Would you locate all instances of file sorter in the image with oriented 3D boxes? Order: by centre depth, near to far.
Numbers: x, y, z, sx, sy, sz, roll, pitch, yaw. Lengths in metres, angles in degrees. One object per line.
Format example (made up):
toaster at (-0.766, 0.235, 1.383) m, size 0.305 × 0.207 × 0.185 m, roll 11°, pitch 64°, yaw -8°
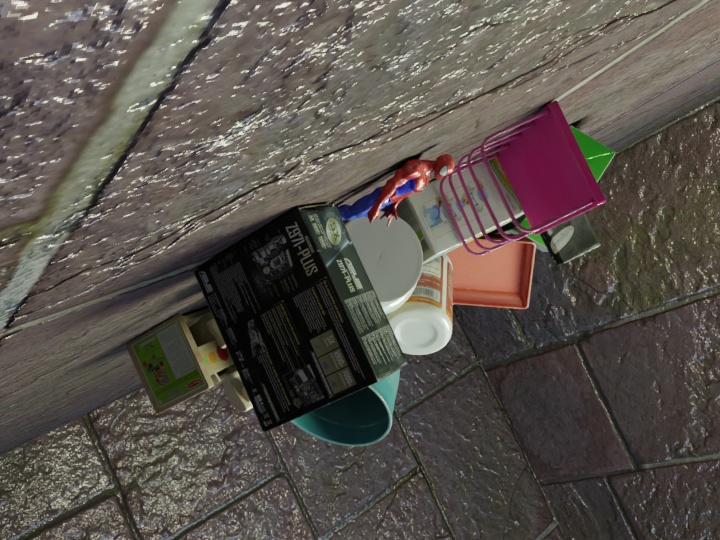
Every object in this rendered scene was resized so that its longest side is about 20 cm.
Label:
file sorter at (0.202, -0.108, 0.989) m, size 0.124 × 0.140 × 0.200 m, roll -24°, pitch 176°, yaw -12°

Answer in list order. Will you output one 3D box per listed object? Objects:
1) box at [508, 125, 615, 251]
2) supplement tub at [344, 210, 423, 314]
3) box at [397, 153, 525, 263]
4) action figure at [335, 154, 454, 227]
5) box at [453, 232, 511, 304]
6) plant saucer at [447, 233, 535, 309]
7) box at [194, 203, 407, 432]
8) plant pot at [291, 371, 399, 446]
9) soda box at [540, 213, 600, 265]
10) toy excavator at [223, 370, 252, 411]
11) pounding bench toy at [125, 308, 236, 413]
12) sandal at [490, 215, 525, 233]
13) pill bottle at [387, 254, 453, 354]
box at (0.352, -0.142, 1.336) m, size 0.201 × 0.096 × 0.176 m, roll -58°, pitch 173°, yaw 5°
supplement tub at (0.000, 0.000, 1.051) m, size 0.144 × 0.146 × 0.200 m, roll -25°, pitch 176°, yaw -18°
box at (0.159, -0.098, 1.139) m, size 0.199 × 0.102 × 0.112 m, roll -25°, pitch 176°, yaw -16°
action figure at (0.021, -0.080, 0.855) m, size 0.199 × 0.052 × 0.065 m, roll -30°, pitch 172°, yaw 22°
box at (0.236, -0.053, 1.589) m, size 0.170 × 0.201 × 0.200 m, roll -27°, pitch 175°, yaw 17°
plant saucer at (0.211, -0.006, 1.337) m, size 0.197 × 0.037 × 0.201 m, roll 4°, pitch 143°, yaw 11°
box at (-0.068, 0.052, 0.826) m, size 0.163 × 0.202 × 0.086 m, roll -28°, pitch 174°, yaw 26°
plant pot at (-0.021, 0.151, 1.215) m, size 0.199 × 0.200 × 0.189 m, roll -29°, pitch -154°, yaw 39°
soda box at (0.305, -0.112, 1.189) m, size 0.070 × 0.201 × 0.063 m, roll -26°, pitch 175°, yaw 0°
toy excavator at (-0.138, 0.095, 1.010) m, size 0.193 × 0.202 × 0.100 m, roll -10°, pitch -172°, yaw 41°
pounding bench toy at (-0.247, 0.124, 1.221) m, size 0.199 × 0.125 × 0.156 m, roll -28°, pitch 176°, yaw 27°
sandal at (0.188, -0.088, 1.244) m, size 0.198 × 0.076 × 0.048 m, roll -6°, pitch -151°, yaw 8°
pill bottle at (0.096, 0.030, 1.207) m, size 0.112 × 0.112 × 0.201 m, roll -28°, pitch -147°, yaw 29°
